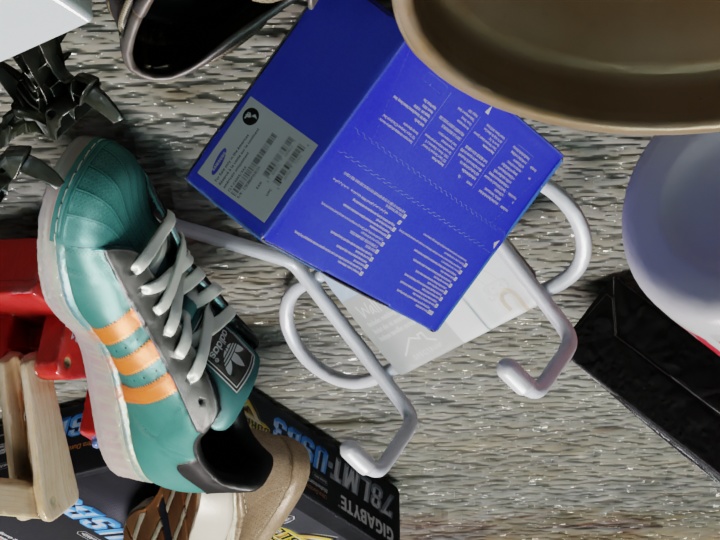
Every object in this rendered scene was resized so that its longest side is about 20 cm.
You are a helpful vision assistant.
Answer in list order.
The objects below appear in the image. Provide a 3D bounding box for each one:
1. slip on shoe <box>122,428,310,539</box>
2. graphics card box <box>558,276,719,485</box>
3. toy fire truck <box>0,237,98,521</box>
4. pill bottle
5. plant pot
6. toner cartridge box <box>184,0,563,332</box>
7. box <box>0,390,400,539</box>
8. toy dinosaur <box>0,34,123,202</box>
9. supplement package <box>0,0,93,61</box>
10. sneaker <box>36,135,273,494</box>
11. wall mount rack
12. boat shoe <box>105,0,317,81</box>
[{"bbox_3d":[-0.078,0.136,1.400,0.060,0.076,0.200,-4,148,-20],"label":"slip on shoe"},{"bbox_3d":[0.192,0.086,1.345,0.051,0.125,0.200,-52,141,2],"label":"graphics card box"},{"bbox_3d":[-0.149,0.062,1.252,0.049,0.142,0.200,-1,158,31],"label":"toy fire truck"},{"bbox_3d":[0.205,0.005,1.184,0.112,0.113,0.200,-16,151,28],"label":"pill bottle"},{"bbox_3d":[0.109,-0.132,0.922,0.200,0.093,0.201,0,153,0],"label":"plant pot"},{"bbox_3d":[0.011,-0.041,1.057,0.095,0.043,0.200,-52,157,3],"label":"toner cartridge box"},{"bbox_3d":[-0.109,0.128,1.505,0.198,0.050,0.200,-15,150,25],"label":"box"},{"bbox_3d":[-0.162,-0.088,0.988,0.200,0.102,0.136,9,134,57],"label":"toy dinosaur"},{"bbox_3d":[-0.181,-0.167,0.720,0.147,0.201,0.191,-18,150,33],"label":"supplement package"},{"bbox_3d":[-0.084,0.023,1.204,0.080,0.071,0.200,11,139,24],"label":"sneaker"},{"bbox_3d":[0.000,0.000,1.224,0.174,0.075,0.200,51,135,-10],"label":"wall mount rack"},{"bbox_3d":[-0.026,-0.125,0.953,0.074,0.074,0.200,13,151,-27],"label":"boat shoe"}]
